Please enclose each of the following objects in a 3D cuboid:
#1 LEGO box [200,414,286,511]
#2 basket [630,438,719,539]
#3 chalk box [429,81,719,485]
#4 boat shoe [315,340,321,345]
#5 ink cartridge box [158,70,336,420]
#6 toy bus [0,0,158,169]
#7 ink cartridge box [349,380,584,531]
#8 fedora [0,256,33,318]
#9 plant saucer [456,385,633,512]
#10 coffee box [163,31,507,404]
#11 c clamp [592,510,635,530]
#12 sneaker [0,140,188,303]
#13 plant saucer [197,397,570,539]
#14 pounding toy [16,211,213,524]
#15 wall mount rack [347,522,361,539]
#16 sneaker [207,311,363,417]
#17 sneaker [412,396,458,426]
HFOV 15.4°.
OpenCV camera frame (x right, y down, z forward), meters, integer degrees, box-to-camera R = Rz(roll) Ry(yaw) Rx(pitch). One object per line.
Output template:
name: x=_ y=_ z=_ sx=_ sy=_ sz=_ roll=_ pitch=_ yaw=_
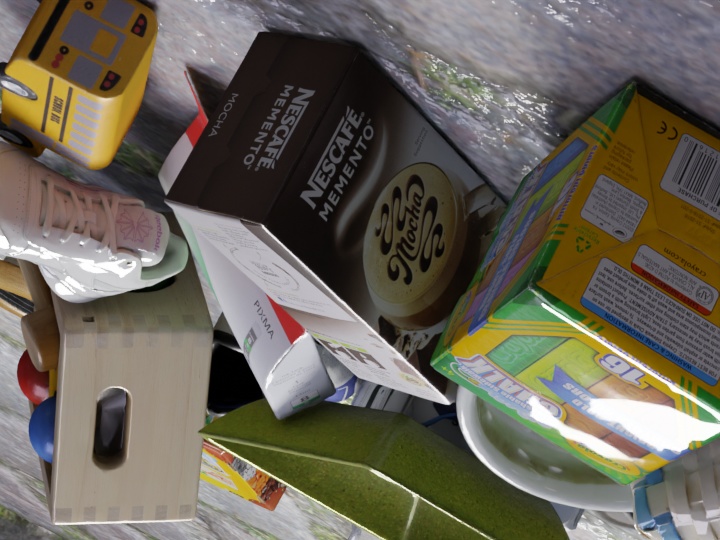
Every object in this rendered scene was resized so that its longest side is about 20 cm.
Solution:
LEGO box: x=-0.158 y=0.113 z=2.278 sx=0.199 sy=0.077 sz=0.149 roll=22 pitch=164 yaw=24
basket: x=0.245 y=0.098 z=1.383 sx=0.199 sy=0.140 sz=0.176 roll=-11 pitch=143 yaw=19
chalk box: x=0.123 y=0.017 z=1.311 sx=0.124 sy=0.124 sz=0.200 roll=30 pitch=158 yaw=-5
boat shoe: x=-0.002 y=0.000 z=1.663 sx=0.074 sy=0.065 sz=0.202 roll=-11 pitch=164 yaw=3
ink cartridge box: x=-0.078 y=-0.010 z=1.626 sx=0.161 sy=0.050 sz=0.200 roll=63 pitch=179 yaw=20
toy bus: x=-0.170 y=-0.113 z=1.578 sx=0.078 sy=0.065 sz=0.200 roll=26 pitch=165 yaw=-2
ink cartridge box: x=0.077 y=0.120 z=1.857 sx=0.146 sy=0.084 sz=0.200 roll=31 pitch=165 yaw=-8
fedora: x=-0.206 y=0.009 z=2.018 sx=0.200 sy=0.082 sz=0.201 roll=24 pitch=169 yaw=5
plant saucer: x=0.153 y=0.058 z=1.485 sx=0.199 sy=0.050 sz=0.201 roll=1 pitch=139 yaw=1
coffee box: x=-0.001 y=-0.027 z=1.460 sx=0.080 sy=0.113 sz=0.200 roll=15 pitch=160 yaw=43
c clamp: x=0.214 y=0.139 z=1.676 sx=0.170 sy=0.027 sz=0.200 roll=-3 pitch=160 yaw=13
sneaker: x=-0.178 y=-0.036 z=1.651 sx=0.099 sy=0.075 sz=0.200 roll=-5 pitch=163 yaw=24
plant saucer: x=0.026 y=0.136 z=1.724 sx=0.200 sy=0.048 sz=0.199 roll=33 pitch=164 yaw=-33
pounding toy: x=-0.187 y=0.039 z=1.825 sx=0.142 sy=0.201 sz=0.184 roll=-1 pitch=-149 yaw=-13
wall mount rack: x=0.009 y=0.150 z=2.010 sx=0.199 sy=0.075 sz=0.174 roll=6 pitch=-139 yaw=-32
sneaker: x=-0.068 y=0.063 z=1.873 sx=0.080 sy=0.115 sz=0.200 roll=24 pitch=164 yaw=22
sneaker: x=0.122 y=0.104 z=1.730 sx=0.199 sy=0.082 sz=0.074 roll=26 pitch=164 yaw=-5
